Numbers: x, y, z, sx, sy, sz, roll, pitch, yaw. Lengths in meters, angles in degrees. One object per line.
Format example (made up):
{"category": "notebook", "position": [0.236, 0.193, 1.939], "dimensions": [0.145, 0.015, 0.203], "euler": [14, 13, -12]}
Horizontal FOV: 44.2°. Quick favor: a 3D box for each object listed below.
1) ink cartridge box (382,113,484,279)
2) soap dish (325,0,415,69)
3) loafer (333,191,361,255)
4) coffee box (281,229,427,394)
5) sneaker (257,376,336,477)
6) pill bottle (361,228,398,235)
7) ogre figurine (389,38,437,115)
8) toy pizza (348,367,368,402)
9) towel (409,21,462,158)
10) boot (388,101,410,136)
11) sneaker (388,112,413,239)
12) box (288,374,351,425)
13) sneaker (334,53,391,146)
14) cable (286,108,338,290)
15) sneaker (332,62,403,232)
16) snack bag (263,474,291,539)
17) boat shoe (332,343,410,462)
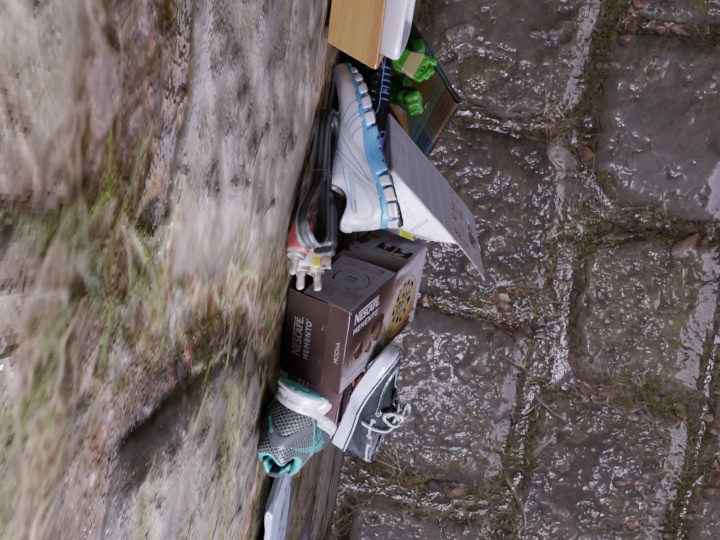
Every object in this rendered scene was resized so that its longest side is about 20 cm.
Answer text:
{"category": "ink cartridge box", "position": [0.081, -0.088, 1.140], "dimensions": [0.200, 0.050, 0.162], "euler": [49, 22, -27]}
{"category": "soap dish", "position": [0.020, -0.314, 0.941], "dimensions": [0.200, 0.081, 0.158], "euler": [-73, 172, -64]}
{"category": "loafer", "position": [-0.032, -0.053, 1.143], "dimensions": [0.072, 0.063, 0.201], "euler": [176, -71, -69]}
{"category": "coffee box", "position": [-0.005, 0.042, 1.044], "dimensions": [0.200, 0.080, 0.113], "euler": [-38, 143, -54]}
{"category": "sneaker", "position": [-0.078, 0.182, 0.963], "dimensions": [0.091, 0.077, 0.200], "euler": [-63, 168, -18]}
{"category": "pill bottle", "position": [0.000, 0.000, 1.231], "dimensions": [0.116, 0.116, 0.201], "euler": [78, 22, -81]}
{"category": "ogre figurine", "position": [0.045, -0.313, 1.251], "dimensions": [0.098, 0.200, 0.120], "euler": [-36, -176, -6]}
{"category": "toy pizza", "position": [-0.034, 0.133, 1.354], "dimensions": [0.200, 0.032, 0.201], "euler": [-173, -90, -67]}
{"category": "towel", "position": [0.079, -0.286, 1.357], "dimensions": [0.201, 0.022, 0.147], "euler": [63, -30, 21]}
{"category": "boot", "position": [0.026, -0.164, 1.419], "dimensions": [0.066, 0.175, 0.201], "euler": [-24, 107, -46]}
{"category": "sneaker", "position": [0.030, -0.137, 1.333], "dimensions": [0.074, 0.082, 0.201], "euler": [-25, 112, -53]}
{"category": "box", "position": [-0.051, 0.147, 1.183], "dimensions": [0.200, 0.075, 0.101], "euler": [69, 32, -87]}
{"category": "sneaker", "position": [0.002, -0.227, 1.077], "dimensions": [0.078, 0.070, 0.201], "euler": [86, 7, -60]}
{"category": "cable", "position": [-0.053, -0.083, 0.917], "dimensions": [0.097, 0.050, 0.201], "euler": [45, 41, -68]}
{"category": "sneaker", "position": [-0.016, -0.136, 0.998], "dimensions": [0.075, 0.086, 0.201], "euler": [53, 23, -78]}
{"category": "snack bag", "position": [-0.110, 0.320, 1.100], "dimensions": [0.189, 0.021, 0.201], "euler": [-75, 174, -65]}
{"category": "boat shoe", "position": [0.022, 0.170, 1.082], "dimensions": [0.074, 0.068, 0.200], "euler": [-44, 163, -48]}
